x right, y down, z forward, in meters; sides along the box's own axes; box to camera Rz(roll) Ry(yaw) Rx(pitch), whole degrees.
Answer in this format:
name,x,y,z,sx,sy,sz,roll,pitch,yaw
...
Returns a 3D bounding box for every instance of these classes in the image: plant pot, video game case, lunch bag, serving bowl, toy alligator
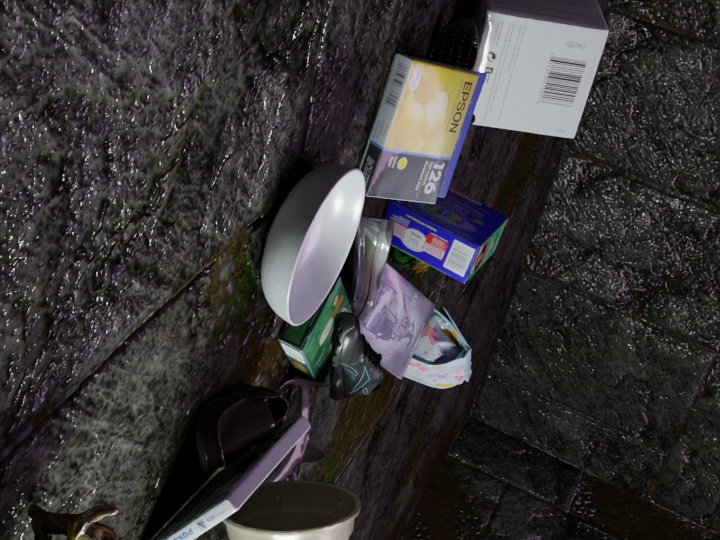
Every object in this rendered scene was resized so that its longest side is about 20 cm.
name,x,y,z,sx,sy,sz,roll,pitch,yaw
plant pot,-0.096,0.417,1.515,0.200,0.197,0.187,-26,116,-69
video game case,0.042,0.077,1.787,0.200,0.019,0.144,38,73,-45
lunch bag,0.110,0.129,1.947,0.128,0.198,0.170,-62,165,-14
serving bowl,-0.066,-0.039,1.290,0.201,0.065,0.201,-59,164,-29
toy alligator,0.090,-0.022,1.944,0.054,0.060,0.200,-24,168,6
video game case,-0.164,0.268,1.311,0.182,0.022,0.200,-37,-178,31

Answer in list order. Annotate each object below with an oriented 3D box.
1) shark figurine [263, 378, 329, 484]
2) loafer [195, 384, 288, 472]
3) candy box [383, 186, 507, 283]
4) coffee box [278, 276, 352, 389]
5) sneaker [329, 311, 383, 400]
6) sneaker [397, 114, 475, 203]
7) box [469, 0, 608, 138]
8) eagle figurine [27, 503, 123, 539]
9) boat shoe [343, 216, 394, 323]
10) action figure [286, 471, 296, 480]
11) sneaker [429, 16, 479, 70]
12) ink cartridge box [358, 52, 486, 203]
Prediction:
name,x,y,z,sx,sy,sz,roll,pitch,yaw
shark figurine,-0.088,0.247,1.630,0.217,0.089,0.128,-69,168,15
loafer,-0.141,0.183,1.315,0.200,0.070,0.074,-46,129,-69
candy box,0.141,-0.073,1.801,0.200,0.168,0.078,-38,154,-62
coffee box,-0.061,0.087,1.557,0.124,0.044,0.200,-63,165,-15
sneaker,-0.004,0.121,1.539,0.201,0.078,0.076,94,0,-59
sneaker,0.110,-0.176,1.660,0.201,0.082,0.071,-58,-178,33
box,0.268,-0.341,1.726,0.132,0.197,0.201,-91,-170,-52
eagle figurine,-0.284,0.292,0.890,0.152,0.149,0.202,110,-1,-60
boat shoe,0.000,0.001,1.636,0.075,0.064,0.203,-80,-175,-46
action figure,-0.097,0.408,1.750,0.200,0.147,0.136,34,74,-62
sneaker,0.139,-0.313,1.654,0.091,0.069,0.202,-74,176,-47
ink cartridge box,0.097,-0.194,1.531,0.198,0.047,0.200,2,113,-42
